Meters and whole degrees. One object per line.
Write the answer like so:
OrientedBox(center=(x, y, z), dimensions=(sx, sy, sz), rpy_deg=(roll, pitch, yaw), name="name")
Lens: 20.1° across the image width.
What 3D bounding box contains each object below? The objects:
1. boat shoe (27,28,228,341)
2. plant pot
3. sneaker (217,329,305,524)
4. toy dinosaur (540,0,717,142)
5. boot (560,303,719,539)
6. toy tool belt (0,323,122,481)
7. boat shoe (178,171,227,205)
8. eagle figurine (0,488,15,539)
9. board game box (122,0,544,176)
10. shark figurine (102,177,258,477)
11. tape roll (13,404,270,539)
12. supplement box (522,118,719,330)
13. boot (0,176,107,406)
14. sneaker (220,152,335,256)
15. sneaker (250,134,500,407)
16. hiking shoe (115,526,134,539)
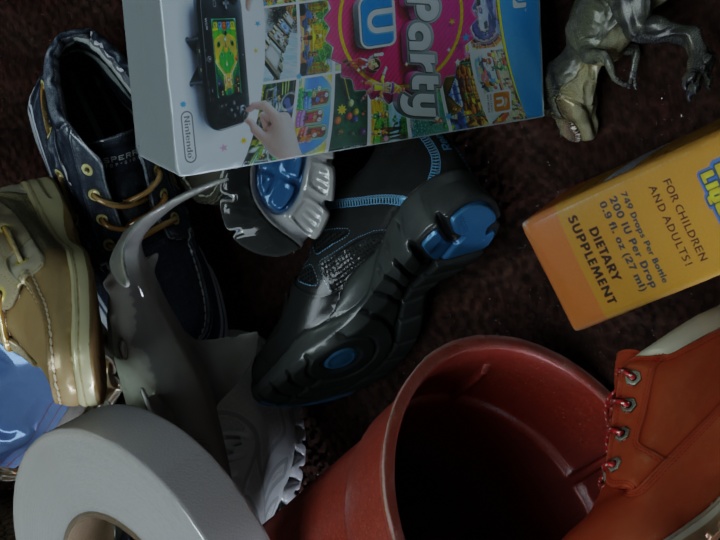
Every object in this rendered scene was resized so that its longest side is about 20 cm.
OrientedBox(center=(-0.132, -0.036, 1.144), dimensions=(0.201, 0.071, 0.091), rpy_deg=(62, 163, 9), name="boat shoe")
OrientedBox(center=(0.037, 0.165, 1.067), dimensions=(0.195, 0.200, 0.201), rpy_deg=(-37, 83, 44), name="plant pot")
OrientedBox(center=(-0.078, 0.131, 1.160), dimensions=(0.075, 0.081, 0.201), rpy_deg=(1, 79, 16), name="sneaker")
OrientedBox(center=(0.146, -0.138, 0.979), dimensions=(0.088, 0.047, 0.201), rpy_deg=(34, 118, 28), name="toy dinosaur")
OrientedBox(center=(0.137, 0.097, 0.982), dimensions=(0.107, 0.200, 0.075), rpy_deg=(50, 157, 16), name="boot")
OrientedBox(center=(-0.202, 0.040, 1.217), dimensions=(0.125, 0.123, 0.201), rpy_deg=(40, 122, 17), name="toy tool belt")
OrientedBox(center=(-0.090, -0.130, 1.127), dimensions=(0.072, 0.060, 0.203), rpy_deg=(11, 111, 31), name="boat shoe")
OrientedBox(center=(-0.241, 0.183, 1.237), dimensions=(0.200, 0.150, 0.152), rpy_deg=(51, 160, 34), name="eagle figurine")
OrientedBox(center=(-0.013, -0.137, 0.990), dimensions=(0.064, 0.199, 0.148), rpy_deg=(-153, 56, -61), name="board game box")
OrientedBox(center=(-0.094, 0.038, 1.096), dimensions=(0.128, 0.089, 0.216), rpy_deg=(38, 143, 56), name="shark figurine")
OrientedBox(center=(-0.109, 0.169, 1.068), dimensions=(0.202, 0.037, 0.204), rpy_deg=(26, 128, 39), name="tape roll")
OrientedBox(center=(0.179, -0.039, 0.973), dimensions=(0.199, 0.069, 0.067), rpy_deg=(-26, 92, 34), name="supplement box")
OrientedBox(center=(-0.219, 0.018, 1.072), dimensions=(0.200, 0.155, 0.073), rpy_deg=(-121, 27, -54), name="boot")
OrientedBox(center=(-0.033, -0.111, 1.092), dimensions=(0.075, 0.087, 0.201), rpy_deg=(17, 95, -6), name="sneaker")
OrientedBox(center=(0.000, 0.000, 1.116), dimensions=(0.200, 0.073, 0.082), rpy_deg=(-48, 55, 33), name="sneaker")
OrientedBox(center=(-0.089, 0.216, 1.226), dimensions=(0.100, 0.076, 0.201), rpy_deg=(-23, 90, 40), name="hiking shoe")
